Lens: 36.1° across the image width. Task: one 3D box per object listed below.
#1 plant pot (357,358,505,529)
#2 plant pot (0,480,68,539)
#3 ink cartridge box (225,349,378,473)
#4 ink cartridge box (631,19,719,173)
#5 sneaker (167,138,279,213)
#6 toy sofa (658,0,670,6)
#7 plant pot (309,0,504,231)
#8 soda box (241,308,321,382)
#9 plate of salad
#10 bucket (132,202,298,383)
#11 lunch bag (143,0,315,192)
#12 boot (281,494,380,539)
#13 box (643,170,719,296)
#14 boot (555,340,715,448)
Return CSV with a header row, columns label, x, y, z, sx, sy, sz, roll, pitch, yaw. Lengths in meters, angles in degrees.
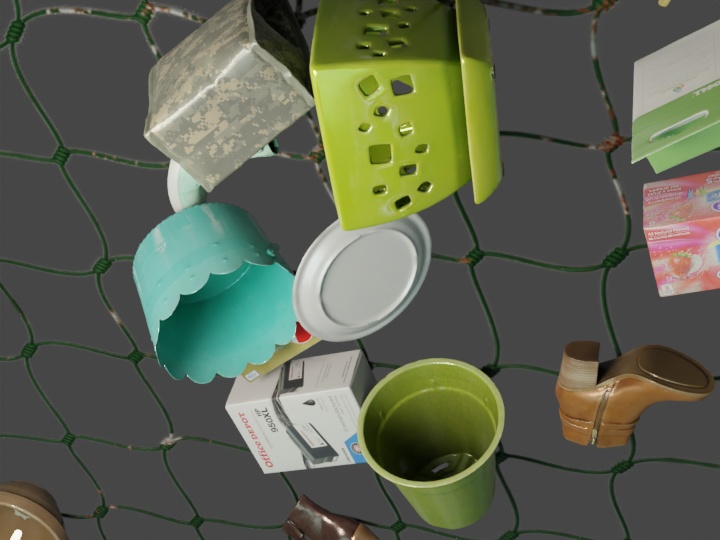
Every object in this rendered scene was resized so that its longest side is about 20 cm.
label,x,y,z,sx,sy,sz,roll,pitch,yaw
plant pot,0.111,0.258,1.521,0.198,0.201,0.191,-1,139,16
plant pot,-0.579,0.425,1.880,0.199,0.093,0.202,8,129,10
ink cartridge box,-0.071,0.204,1.576,0.199,0.084,0.145,-11,123,23
ink cartridge box,0.331,-0.163,1.106,0.103,0.201,0.059,-24,119,30
sneaker,-0.164,-0.132,1.340,0.117,0.074,0.201,21,127,7
toy sofa,0.235,-0.348,1.076,0.199,0.098,0.083,20,154,-1
plant pot,0.055,-0.181,1.171,0.180,0.201,0.200,-5,126,7
soda box,-0.097,0.072,1.490,0.199,0.068,0.064,-32,114,33
plate of salad,0.000,0.000,1.375,0.199,0.048,0.201,-18,129,-24
bucket,-0.181,0.025,1.384,0.206,0.135,0.208,-19,141,-16
lunch bag,-0.140,-0.210,1.185,0.164,0.201,0.117,-36,125,20
boot,-0.053,0.457,1.797,0.166,0.072,0.201,29,131,7
box,0.425,-0.051,1.237,0.199,0.095,0.103,-9,124,21
boot,0.354,0.177,1.445,0.198,0.077,0.156,5,127,14
